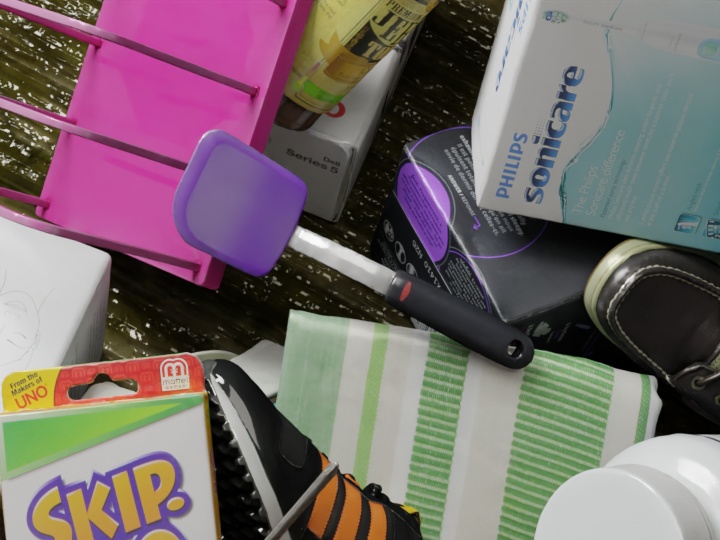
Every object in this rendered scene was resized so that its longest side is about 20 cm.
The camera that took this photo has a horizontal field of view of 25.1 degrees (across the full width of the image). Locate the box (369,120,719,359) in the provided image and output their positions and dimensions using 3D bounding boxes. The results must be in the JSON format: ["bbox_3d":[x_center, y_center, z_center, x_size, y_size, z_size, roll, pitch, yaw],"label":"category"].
[{"bbox_3d":[0.123,-0.025,0.919,0.198,0.106,0.123,-19,65,-21],"label":"box"}]

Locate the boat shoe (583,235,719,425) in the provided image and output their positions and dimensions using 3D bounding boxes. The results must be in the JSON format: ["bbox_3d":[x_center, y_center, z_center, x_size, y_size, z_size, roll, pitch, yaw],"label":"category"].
[{"bbox_3d":[0.200,0.045,0.862,0.199,0.074,0.065,27,16,-34],"label":"boat shoe"}]

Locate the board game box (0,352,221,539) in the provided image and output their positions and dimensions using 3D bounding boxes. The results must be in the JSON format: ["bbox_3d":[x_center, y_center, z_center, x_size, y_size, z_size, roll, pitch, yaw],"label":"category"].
[{"bbox_3d":[-0.108,0.142,0.726,0.094,0.030,0.203,-6,86,-3],"label":"board game box"}]

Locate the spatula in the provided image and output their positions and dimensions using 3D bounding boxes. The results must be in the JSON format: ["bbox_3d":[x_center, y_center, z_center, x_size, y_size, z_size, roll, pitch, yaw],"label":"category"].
[{"bbox_3d":[0.000,0.000,0.800,0.198,0.021,0.057,28,86,-8],"label":"spatula"}]

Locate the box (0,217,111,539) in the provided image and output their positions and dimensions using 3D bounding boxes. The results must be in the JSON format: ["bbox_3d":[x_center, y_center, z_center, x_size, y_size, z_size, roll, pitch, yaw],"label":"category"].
[{"bbox_3d":[-0.229,0.070,0.795,0.151,0.107,0.201,21,58,0],"label":"box"}]

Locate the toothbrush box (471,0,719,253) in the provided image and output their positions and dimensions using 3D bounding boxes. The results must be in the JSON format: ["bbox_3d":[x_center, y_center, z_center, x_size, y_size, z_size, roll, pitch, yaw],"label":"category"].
[{"bbox_3d":[0.167,-0.095,0.812,0.197,0.148,0.086,9,37,-6],"label":"toothbrush box"}]

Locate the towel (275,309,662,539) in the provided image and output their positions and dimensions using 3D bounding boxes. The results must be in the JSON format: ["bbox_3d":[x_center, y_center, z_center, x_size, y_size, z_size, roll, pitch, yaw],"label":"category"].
[{"bbox_3d":[0.049,0.111,0.833,0.197,0.023,0.155,9,94,-5],"label":"towel"}]

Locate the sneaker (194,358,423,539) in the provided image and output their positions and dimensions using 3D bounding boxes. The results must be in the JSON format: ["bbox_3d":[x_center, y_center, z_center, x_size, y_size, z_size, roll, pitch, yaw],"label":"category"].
[{"bbox_3d":[-0.017,0.124,0.789,0.090,0.070,0.202,-30,95,-34],"label":"sneaker"}]

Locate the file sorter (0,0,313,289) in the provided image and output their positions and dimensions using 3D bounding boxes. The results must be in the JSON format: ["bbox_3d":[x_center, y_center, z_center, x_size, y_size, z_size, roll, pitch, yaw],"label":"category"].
[{"bbox_3d":[-0.126,-0.115,0.809,0.138,0.125,0.202,20,93,38],"label":"file sorter"}]

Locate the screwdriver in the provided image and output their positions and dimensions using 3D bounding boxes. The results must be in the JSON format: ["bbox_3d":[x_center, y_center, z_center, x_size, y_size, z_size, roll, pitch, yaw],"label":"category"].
[{"bbox_3d":[-0.053,0.138,0.739,0.028,0.200,0.029,37,51,0],"label":"screwdriver"}]

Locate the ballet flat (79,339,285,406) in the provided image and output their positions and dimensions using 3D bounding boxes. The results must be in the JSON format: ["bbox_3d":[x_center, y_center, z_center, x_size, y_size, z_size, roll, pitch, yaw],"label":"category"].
[{"bbox_3d":[-0.102,0.080,0.827,0.199,0.070,0.070,-16,63,-41],"label":"ballet flat"}]

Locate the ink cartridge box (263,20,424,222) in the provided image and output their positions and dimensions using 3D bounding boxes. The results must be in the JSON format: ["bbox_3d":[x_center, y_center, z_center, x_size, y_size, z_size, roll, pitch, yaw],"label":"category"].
[{"bbox_3d":[-0.041,-0.150,0.973,0.144,0.084,0.201,22,58,2],"label":"ink cartridge box"}]

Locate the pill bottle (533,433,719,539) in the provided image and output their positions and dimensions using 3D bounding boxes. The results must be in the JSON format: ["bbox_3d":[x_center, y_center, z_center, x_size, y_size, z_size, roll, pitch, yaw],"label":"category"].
[{"bbox_3d":[0.173,0.136,0.783,0.199,0.111,0.112,7,51,-48],"label":"pill bottle"}]

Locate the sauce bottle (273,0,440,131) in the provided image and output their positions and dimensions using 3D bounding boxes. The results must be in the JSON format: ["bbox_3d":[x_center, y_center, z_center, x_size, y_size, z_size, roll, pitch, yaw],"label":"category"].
[{"bbox_3d":[0.014,-0.156,0.828,0.064,0.200,0.065,35,29,-23],"label":"sauce bottle"}]
